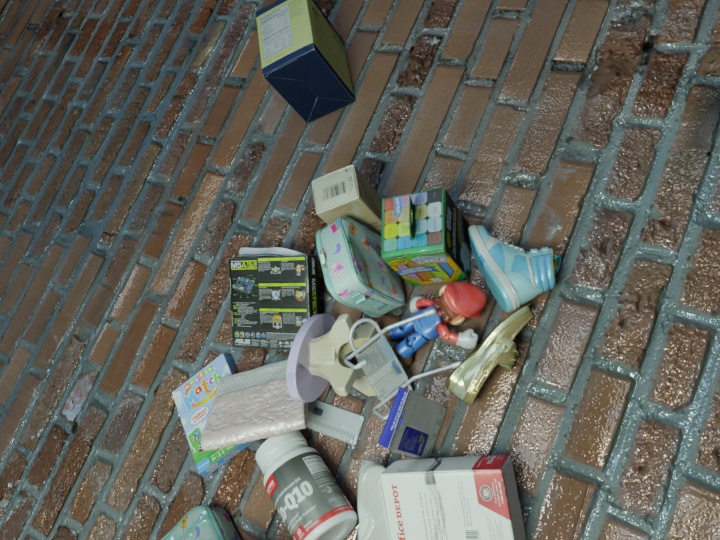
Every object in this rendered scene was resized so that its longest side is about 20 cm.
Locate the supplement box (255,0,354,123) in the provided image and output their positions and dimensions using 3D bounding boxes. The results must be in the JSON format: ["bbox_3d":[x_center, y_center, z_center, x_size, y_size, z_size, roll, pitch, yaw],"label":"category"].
[{"bbox_3d":[-0.127,-0.495,1.464,0.134,0.200,0.200,-19,62,19],"label":"supplement box"}]

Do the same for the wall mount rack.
[{"bbox_3d":[0.073,0.159,1.103,0.174,0.200,0.075,-35,21,-18],"label":"wall mount rack"}]

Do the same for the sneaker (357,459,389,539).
[{"bbox_3d":[0.024,0.423,1.081,0.075,0.088,0.200,1,89,-14],"label":"sneaker"}]

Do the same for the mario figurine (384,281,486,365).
[{"bbox_3d":[0.148,0.097,1.160,0.200,0.106,0.123,-35,93,23],"label":"mario figurine"}]

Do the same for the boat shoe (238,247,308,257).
[{"bbox_3d":[-0.194,-0.012,1.373,0.199,0.074,0.068,4,77,31],"label":"boat shoe"}]

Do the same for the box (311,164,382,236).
[{"bbox_3d":[-0.005,-0.114,1.239,0.095,0.200,0.078,-20,61,20],"label":"box"}]

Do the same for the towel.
[{"bbox_3d":[-0.196,0.251,1.212,0.200,0.032,0.191,-15,31,7],"label":"towel"}]

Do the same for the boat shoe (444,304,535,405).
[{"bbox_3d":[0.235,0.146,1.087,0.066,0.074,0.200,44,91,18],"label":"boat shoe"}]

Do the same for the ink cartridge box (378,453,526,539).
[{"bbox_3d":[0.145,0.375,0.996,0.200,0.083,0.147,-10,89,24],"label":"ink cartridge box"}]

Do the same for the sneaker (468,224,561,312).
[{"bbox_3d":[0.280,-0.023,1.133,0.130,0.080,0.200,-22,50,2],"label":"sneaker"}]

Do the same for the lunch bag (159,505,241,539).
[{"bbox_3d":[-0.320,0.555,1.196,0.200,0.077,0.160,-43,56,5],"label":"lunch bag"}]

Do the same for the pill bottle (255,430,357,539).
[{"bbox_3d":[-0.102,0.391,1.128,0.114,0.114,0.200,-44,56,5],"label":"pill bottle"}]

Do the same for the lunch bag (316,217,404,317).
[{"bbox_3d":[0.000,0.000,1.179,0.077,0.200,0.161,-25,62,26],"label":"lunch bag"}]

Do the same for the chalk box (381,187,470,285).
[{"bbox_3d":[0.113,-0.065,1.156,0.124,0.200,0.125,-8,66,25],"label":"chalk box"}]

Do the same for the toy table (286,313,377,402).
[{"bbox_3d":[-0.045,0.157,1.169,0.117,0.184,0.200,-5,44,26],"label":"toy table"}]

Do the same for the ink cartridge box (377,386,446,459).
[{"bbox_3d":[0.083,0.252,1.038,0.039,0.200,0.100,16,76,29],"label":"ink cartridge box"}]

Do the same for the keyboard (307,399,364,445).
[{"bbox_3d":[-0.085,0.282,1.230,0.200,0.011,0.056,12,70,31],"label":"keyboard"}]

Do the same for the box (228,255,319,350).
[{"bbox_3d":[-0.179,0.066,1.308,0.200,0.048,0.193,-2,90,27],"label":"box"}]

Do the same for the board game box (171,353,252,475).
[{"bbox_3d":[-0.302,0.297,1.320,0.151,0.037,0.200,-38,56,9],"label":"board game box"}]
